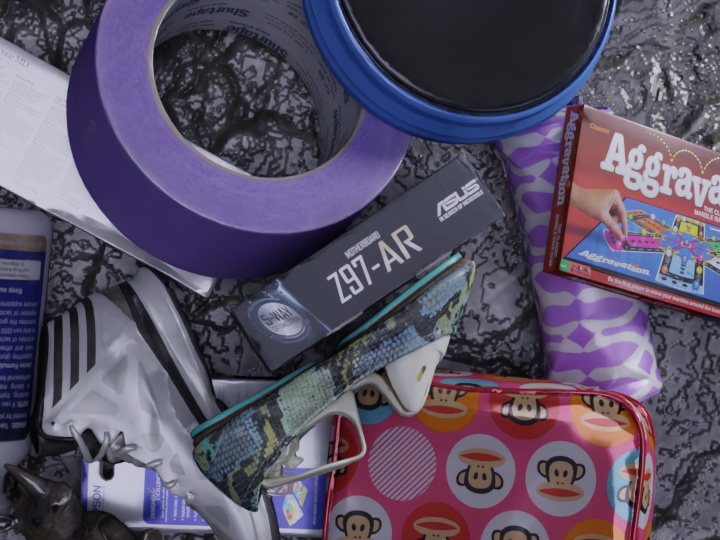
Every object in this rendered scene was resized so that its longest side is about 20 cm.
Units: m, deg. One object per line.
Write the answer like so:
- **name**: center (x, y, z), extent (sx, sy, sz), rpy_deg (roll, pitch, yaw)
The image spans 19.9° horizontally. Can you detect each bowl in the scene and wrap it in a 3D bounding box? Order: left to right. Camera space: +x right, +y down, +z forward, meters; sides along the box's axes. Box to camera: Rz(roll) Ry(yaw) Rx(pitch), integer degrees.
- **bowl**: center (0.062, -0.177, 1.222), extent (0.199, 0.039, 0.203), rpy_deg (3, 80, -17)

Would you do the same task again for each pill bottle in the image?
- **pill bottle**: center (-0.251, 0.060, 1.242), extent (0.114, 0.116, 0.202), rpy_deg (5, 91, -6)

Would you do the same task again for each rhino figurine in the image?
- **rhino figurine**: center (-0.158, 0.177, 1.239), extent (0.200, 0.087, 0.060), rpy_deg (52, 56, -39)

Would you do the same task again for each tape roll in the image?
- **tape roll**: center (-0.072, -0.102, 1.232), extent (0.198, 0.085, 0.202), rpy_deg (7, 69, -19)

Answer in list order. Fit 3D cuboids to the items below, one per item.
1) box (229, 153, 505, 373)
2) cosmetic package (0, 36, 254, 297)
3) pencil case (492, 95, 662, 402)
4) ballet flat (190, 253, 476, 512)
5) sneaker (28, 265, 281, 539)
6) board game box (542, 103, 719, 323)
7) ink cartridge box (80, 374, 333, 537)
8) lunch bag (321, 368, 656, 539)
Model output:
- **box**: center (0.000, 0.000, 1.221), extent (0.160, 0.200, 0.044), rpy_deg (-34, 90, -3)
- **cosmetic package**: center (-0.165, -0.066, 1.278), extent (0.199, 0.051, 0.083), rpy_deg (29, 88, -6)
- **pencil case**: center (0.134, -0.007, 1.295), extent (0.085, 0.084, 0.202), rpy_deg (-10, 92, 23)
- **ballet flat**: center (-0.003, 0.070, 1.187), extent (0.199, 0.074, 0.075), rpy_deg (-34, 95, -4)
- **sneaker**: center (-0.132, 0.110, 1.230), extent (0.115, 0.076, 0.202), rpy_deg (-25, 84, -16)
- **board game box**: center (0.201, -0.028, 1.278), extent (0.199, 0.019, 0.104), rpy_deg (15, 78, -33)
- **ink cartridge box**: center (-0.078, 0.116, 1.299), extent (0.198, 0.039, 0.101), rpy_deg (3, 92, -7)
- **lunch bag**: center (0.076, 0.152, 1.236), extent (0.198, 0.082, 0.178), rpy_deg (6, 90, 12)
